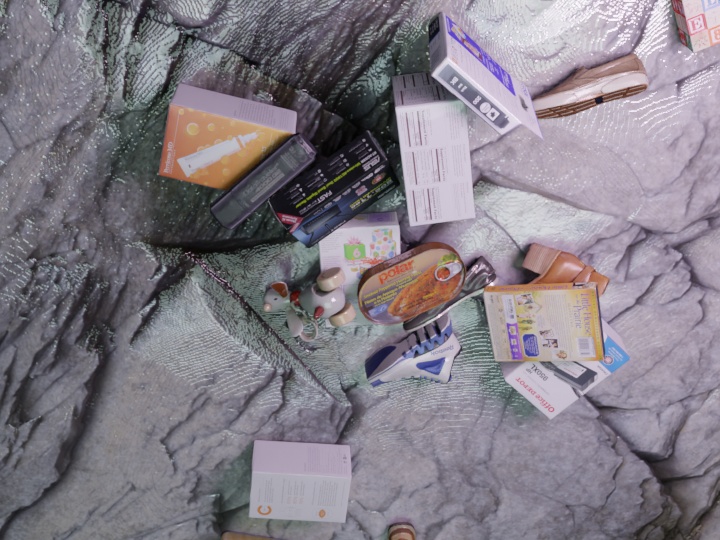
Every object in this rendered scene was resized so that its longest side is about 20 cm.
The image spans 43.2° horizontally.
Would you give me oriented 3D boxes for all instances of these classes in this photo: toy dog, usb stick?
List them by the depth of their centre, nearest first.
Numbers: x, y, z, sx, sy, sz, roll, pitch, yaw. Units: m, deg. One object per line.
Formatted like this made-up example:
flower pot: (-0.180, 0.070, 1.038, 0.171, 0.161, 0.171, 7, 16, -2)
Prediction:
usb stick: (-0.155, -0.138, 1.430, 0.199, 0.033, 0.056, -38, 107, 18)
toy dog: (-0.101, 0.065, 1.590, 0.199, 0.096, 0.133, -32, 95, 42)

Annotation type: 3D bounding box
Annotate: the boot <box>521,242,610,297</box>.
boot: (0.348, 0.063, 1.639, 0.154, 0.077, 0.202, 26, 107, 18)

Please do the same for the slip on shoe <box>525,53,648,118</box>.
slip on shoe: (0.363, -0.299, 1.478, 0.198, 0.076, 0.061, -15, 80, 15)

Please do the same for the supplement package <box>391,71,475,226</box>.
supplement package: (0.117, -0.201, 1.463, 0.109, 0.156, 0.202, -6, 120, 4)

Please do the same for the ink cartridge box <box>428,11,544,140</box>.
ink cartridge box: (0.188, -0.288, 1.394, 0.199, 0.199, 0.043, 35, 118, -19)

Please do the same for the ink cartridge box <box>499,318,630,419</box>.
ink cartridge box: (0.382, 0.164, 1.721, 0.144, 0.085, 0.200, 40, 111, -21)

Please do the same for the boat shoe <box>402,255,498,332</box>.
boat shoe: (0.155, 0.042, 1.660, 0.199, 0.067, 0.057, -31, 97, 8)

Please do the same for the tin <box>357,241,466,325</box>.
tin: (0.088, 0.022, 1.593, 0.198, 0.042, 0.113, -24, 123, 6)

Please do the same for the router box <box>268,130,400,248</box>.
router box: (-0.039, -0.127, 1.483, 0.199, 0.150, 0.062, -34, 76, 4)

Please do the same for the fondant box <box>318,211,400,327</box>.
fondant box: (0.000, 0.000, 1.628, 0.142, 0.058, 0.202, -3, 120, 0)

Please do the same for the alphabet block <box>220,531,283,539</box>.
alphabet block: (-0.223, 0.706, 1.934, 0.194, 0.201, 0.197, 9, 119, -8)

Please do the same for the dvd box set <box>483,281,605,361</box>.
dvd box set: (0.324, 0.092, 1.604, 0.198, 0.029, 0.148, -3, 117, 23)

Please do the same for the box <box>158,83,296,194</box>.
box: (-0.213, -0.207, 1.471, 0.197, 0.098, 0.126, 12, 119, -8)

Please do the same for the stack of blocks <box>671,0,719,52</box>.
stack of blocks: (0.590, -0.435, 1.407, 0.198, 0.059, 0.116, -20, 118, 9)

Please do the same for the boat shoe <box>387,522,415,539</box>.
boat shoe: (0.096, 0.641, 1.974, 0.075, 0.074, 0.202, -11, 119, 4)

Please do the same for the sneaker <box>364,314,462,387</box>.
sneaker: (0.113, 0.180, 1.721, 0.198, 0.081, 0.115, -33, 114, 13)

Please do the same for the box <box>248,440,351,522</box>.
box: (-0.123, 0.427, 1.840, 0.197, 0.098, 0.126, 5, 120, -6)
